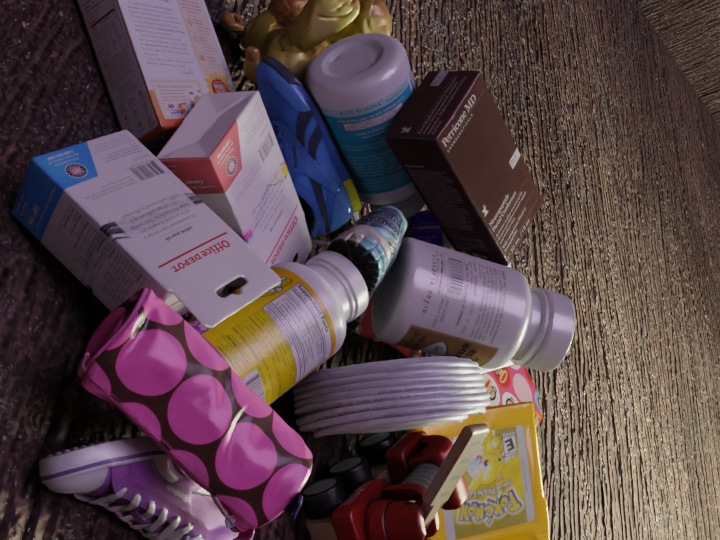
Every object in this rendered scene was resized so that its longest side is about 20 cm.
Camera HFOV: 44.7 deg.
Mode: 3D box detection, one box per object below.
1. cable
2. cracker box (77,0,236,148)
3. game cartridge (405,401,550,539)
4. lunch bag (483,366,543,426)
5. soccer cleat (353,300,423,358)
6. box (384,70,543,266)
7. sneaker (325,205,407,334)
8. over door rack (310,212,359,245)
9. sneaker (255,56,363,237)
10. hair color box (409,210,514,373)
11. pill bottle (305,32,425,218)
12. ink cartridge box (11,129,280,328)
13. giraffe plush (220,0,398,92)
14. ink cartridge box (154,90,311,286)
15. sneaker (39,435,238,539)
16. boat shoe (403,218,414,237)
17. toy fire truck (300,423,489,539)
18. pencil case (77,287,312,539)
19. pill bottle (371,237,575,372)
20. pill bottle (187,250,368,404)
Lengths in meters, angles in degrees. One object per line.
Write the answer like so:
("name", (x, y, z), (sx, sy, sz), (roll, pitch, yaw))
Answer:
("cable", (0.032, 0.127, 0.892), (0.200, 0.200, 0.069), (7, 74, -53))
("cracker box", (-0.206, -0.227, 0.904), (0.134, 0.058, 0.200), (-12, 81, -57))
("game cartridge", (0.143, 0.263, 1.028), (0.176, 0.032, 0.200), (-4, 82, -28))
("lunch bag", (0.156, 0.162, 1.150), (0.176, 0.082, 0.200), (61, 35, -8))
("soccer cleat", (0.030, 0.053, 1.073), (0.200, 0.067, 0.076), (33, 14, -32))
("box", (0.116, -0.107, 0.936), (0.100, 0.075, 0.200), (-58, 132, -22))
("sneaker", (0.000, 0.000, 0.930), (0.078, 0.200, 0.086), (42, 60, 1))
("over door rack", (-0.035, -0.096, 1.054), (0.200, 0.067, 0.148), (-4, 73, -55))
("sneaker", (-0.071, -0.126, 0.933), (0.078, 0.066, 0.200), (-32, 114, -12))
("hair color box", (0.126, 0.023, 1.053), (0.109, 0.065, 0.200), (-9, 94, -37))
("pill bottle", (0.019, -0.150, 0.966), (0.111, 0.111, 0.200), (-76, 155, -42))
("ink cartridge box", (-0.179, -0.020, 0.745), (0.200, 0.068, 0.116), (43, 34, 7))
("giraffe plush", (-0.071, -0.259, 1.022), (0.162, 0.200, 0.173), (54, -4, 47))
("ink cartridge box", (-0.119, -0.063, 0.878), (0.117, 0.067, 0.200), (-66, 148, -43))
("sneaker", (-0.162, 0.194, 0.703), (0.200, 0.073, 0.114), (16, 61, -49))
("boat shoe", (0.085, -0.018, 1.104), (0.200, 0.076, 0.072), (67, 28, -44))
("toy fire truck", (0.060, 0.210, 0.870), (0.176, 0.200, 0.129), (-26, 99, -56))
("pencil case", (-0.126, 0.111, 0.665), (0.200, 0.091, 0.094), (47, 63, -14))
("pill bottle", (0.122, 0.044, 0.945), (0.200, 0.114, 0.114), (16, 53, -14))
("pill bottle", (-0.085, 0.059, 0.809), (0.200, 0.104, 0.104), (-35, 101, -36))
